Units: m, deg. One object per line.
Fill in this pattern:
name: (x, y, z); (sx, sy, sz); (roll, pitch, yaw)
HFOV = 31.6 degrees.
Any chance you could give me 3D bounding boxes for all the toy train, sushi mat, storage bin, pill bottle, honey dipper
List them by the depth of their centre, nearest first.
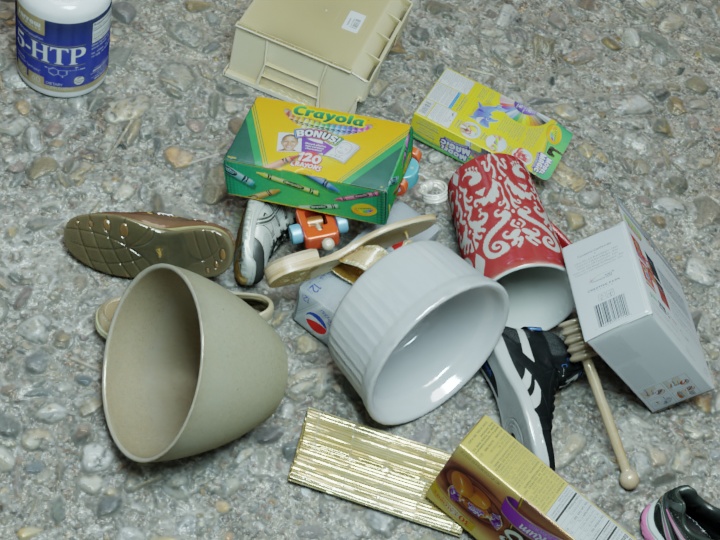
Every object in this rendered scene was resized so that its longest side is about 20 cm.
sushi mat: (0.025, 0.218, 1.380); (0.198, 0.012, 0.096); (18, 49, 0)
honey dipper: (0.272, 0.151, 1.441); (0.038, 0.038, 0.202); (-14, 82, -24)
toy train: (-0.002, -0.080, 1.525); (0.198, 0.056, 0.151); (-16, 49, -14)
pill bottle: (-0.371, -0.327, 1.590); (0.118, 0.201, 0.121); (7, 50, -8)
storage bin: (-0.054, -0.323, 1.738); (0.197, 0.094, 0.201); (23, 50, 4)

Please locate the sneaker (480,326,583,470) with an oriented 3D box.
sneaker: (0.213, 0.142, 1.449); (0.111, 0.073, 0.201); (-4, 53, -18)

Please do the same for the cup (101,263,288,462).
cup: (-0.161, 0.103, 1.331); (0.142, 0.200, 0.201); (11, 45, -39)

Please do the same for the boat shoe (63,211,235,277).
boat shoe: (-0.243, -0.033, 1.485); (0.198, 0.073, 0.068); (6, 17, 0)

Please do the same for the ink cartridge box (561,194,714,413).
ink cartridge box: (0.318, 0.040, 1.477); (0.083, 0.200, 0.177); (-25, 48, 22)

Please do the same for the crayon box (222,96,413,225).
crayon box: (-0.048, -0.130, 1.494); (0.198, 0.059, 0.119); (12, 48, 12)

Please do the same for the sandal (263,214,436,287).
sandal: (-0.001, 0.002, 1.437); (0.210, 0.078, 0.070); (-17, 76, -17)

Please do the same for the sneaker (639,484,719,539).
sneaker: (0.392, 0.308, 1.354); (0.199, 0.087, 0.080); (35, 54, 13)

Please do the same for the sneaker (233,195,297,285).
sneaker: (-0.100, -0.065, 1.534); (0.087, 0.076, 0.201); (16, 54, -10)

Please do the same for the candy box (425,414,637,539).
candy box: (0.173, 0.254, 1.312); (0.200, 0.117, 0.056); (40, 52, 11)

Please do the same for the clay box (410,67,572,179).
clay box: (0.177, -0.185, 1.716); (0.199, 0.048, 0.115); (29, 51, 8)

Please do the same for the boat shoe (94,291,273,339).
boat shoe: (-0.196, 0.047, 1.425); (0.198, 0.065, 0.073); (4, 51, -11)

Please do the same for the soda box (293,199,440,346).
soda box: (0.009, 0.003, 1.513); (0.068, 0.064, 0.200); (35, 52, 16)

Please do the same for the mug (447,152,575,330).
mug: (0.188, -0.025, 1.565); (0.133, 0.177, 0.201); (-30, 47, 18)

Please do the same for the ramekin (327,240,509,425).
ramekin: (0.059, 0.063, 1.398); (0.199, 0.202, 0.098); (-25, 54, -30)
